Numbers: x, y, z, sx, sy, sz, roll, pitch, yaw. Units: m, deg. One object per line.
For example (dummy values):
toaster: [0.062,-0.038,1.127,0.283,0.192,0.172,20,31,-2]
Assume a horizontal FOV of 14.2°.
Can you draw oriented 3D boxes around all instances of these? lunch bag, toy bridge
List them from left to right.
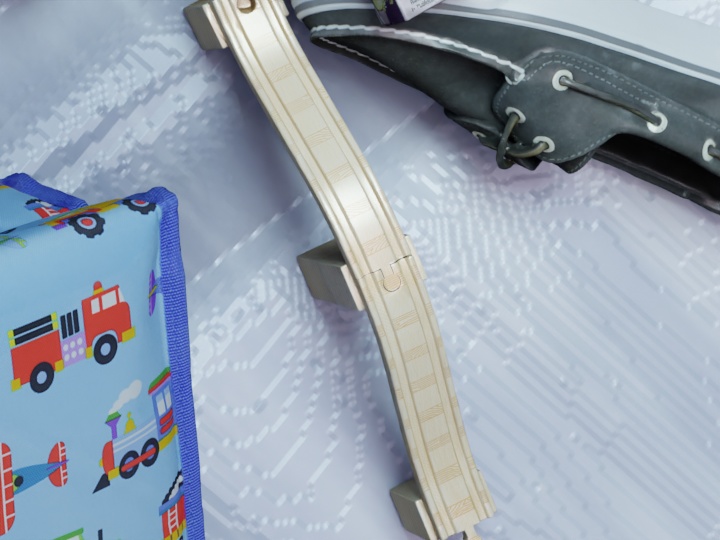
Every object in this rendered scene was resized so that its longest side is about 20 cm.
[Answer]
lunch bag: [-0.121,0.088,0.882,0.150,0.094,0.200,-21,109,-37]
toy bridge: [0.000,0.000,0.934,0.027,0.067,0.200,-25,99,-13]

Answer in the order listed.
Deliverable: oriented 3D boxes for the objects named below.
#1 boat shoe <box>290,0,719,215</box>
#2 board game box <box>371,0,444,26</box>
boat shoe: [0.069,-0.058,0.942,0.200,0.069,0.057,13,80,-21]
board game box: [0.068,-0.173,0.890,0.200,0.032,0.120,-30,96,-14]
